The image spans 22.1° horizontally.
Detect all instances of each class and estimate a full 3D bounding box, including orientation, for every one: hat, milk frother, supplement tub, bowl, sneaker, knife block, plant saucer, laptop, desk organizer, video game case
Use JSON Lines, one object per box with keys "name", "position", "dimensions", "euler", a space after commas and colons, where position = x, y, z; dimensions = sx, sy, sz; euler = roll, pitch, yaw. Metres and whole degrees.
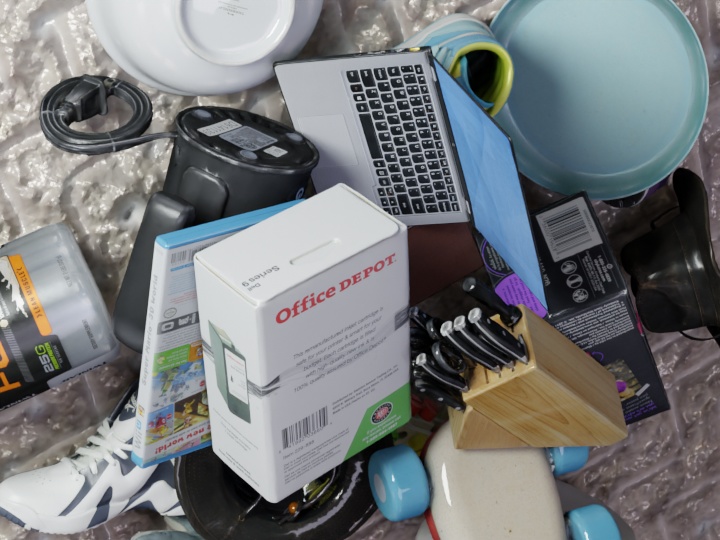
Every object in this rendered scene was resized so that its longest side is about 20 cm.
{"name": "hat", "position": [-0.074, 0.152, 1.581], "dimensions": [0.200, 0.081, 0.201], "euler": [-9, 114, -20]}
{"name": "milk frother", "position": [-0.162, -0.040, 1.464], "dimensions": [0.180, 0.200, 0.189], "euler": [-9, 124, -48]}
{"name": "supplement tub", "position": [-0.302, 0.053, 1.464], "dimensions": [0.200, 0.123, 0.123], "euler": [-25, 120, -9]}
{"name": "bowl", "position": [-0.108, -0.217, 1.432], "dimensions": [0.200, 0.090, 0.202], "euler": [-9, 117, -18]}
{"name": "sneaker", "position": [0.038, -0.134, 1.499], "dimensions": [0.200, 0.131, 0.080], "euler": [-38, 111, -2]}
{"name": "sneaker", "position": [0.233, -0.162, 1.615], "dimensions": [0.087, 0.076, 0.201], "euler": [-26, 114, -47]}
{"name": "knife block", "position": [0.132, 0.071, 1.465], "dimensions": [0.199, 0.064, 0.176], "euler": [0, 145, -11]}
{"name": "plant saucer", "position": [0.197, -0.159, 1.557], "dimensions": [0.199, 0.027, 0.201], "euler": [7, 110, 19]}
{"name": "laptop", "position": [0.040, -0.066, 1.436], "dimensions": [0.199, 0.116, 0.188], "euler": [-3, 136, 15]}
{"name": "desk organizer", "position": [0.000, 0.000, 1.588], "dimensions": [0.200, 0.072, 0.077], "euler": [-29, 124, -6]}
{"name": "video game case", "position": [-0.105, 0.049, 1.415], "dimensions": [0.143, 0.018, 0.201], "euler": [-17, 129, -39]}
{"name": "hat", "position": [0.275, 0.003, 1.635], "dimensions": [0.081, 0.201, 0.201], "euler": [-13, 119, 3]}
{"name": "sneaker", "position": [-0.213, 0.147, 1.570], "dimensions": [0.199, 0.079, 0.130], "euler": [-1, 113, -21]}

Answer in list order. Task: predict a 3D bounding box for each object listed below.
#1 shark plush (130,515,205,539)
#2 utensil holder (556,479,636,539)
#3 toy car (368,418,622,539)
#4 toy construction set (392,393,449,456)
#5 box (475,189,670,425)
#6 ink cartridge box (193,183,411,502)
{"name": "shark plush", "position": [-0.110, 0.275, 1.598], "dimensions": [0.200, 0.083, 0.091], "euler": [30, 70, -8]}
{"name": "utensil holder", "position": [0.149, 0.309, 1.738], "dimensions": [0.170, 0.170, 0.201], "euler": [14, 105, -26]}
{"name": "toy car", "position": [0.095, 0.223, 1.602], "dimensions": [0.184, 0.200, 0.177], "euler": [-13, 77, -19]}
{"name": "toy construction set", "position": [0.056, 0.120, 1.652], "dimensions": [0.200, 0.092, 0.131], "euler": [32, 115, -25]}
{"name": "box", "position": [0.188, 0.045, 1.607], "dimensions": [0.106, 0.122, 0.200], "euler": [-22, 142, 6]}
{"name": "ink cartridge box", "position": [-0.040, 0.054, 1.403], "dimensions": [0.146, 0.084, 0.200], "euler": [-28, 135, -29]}
